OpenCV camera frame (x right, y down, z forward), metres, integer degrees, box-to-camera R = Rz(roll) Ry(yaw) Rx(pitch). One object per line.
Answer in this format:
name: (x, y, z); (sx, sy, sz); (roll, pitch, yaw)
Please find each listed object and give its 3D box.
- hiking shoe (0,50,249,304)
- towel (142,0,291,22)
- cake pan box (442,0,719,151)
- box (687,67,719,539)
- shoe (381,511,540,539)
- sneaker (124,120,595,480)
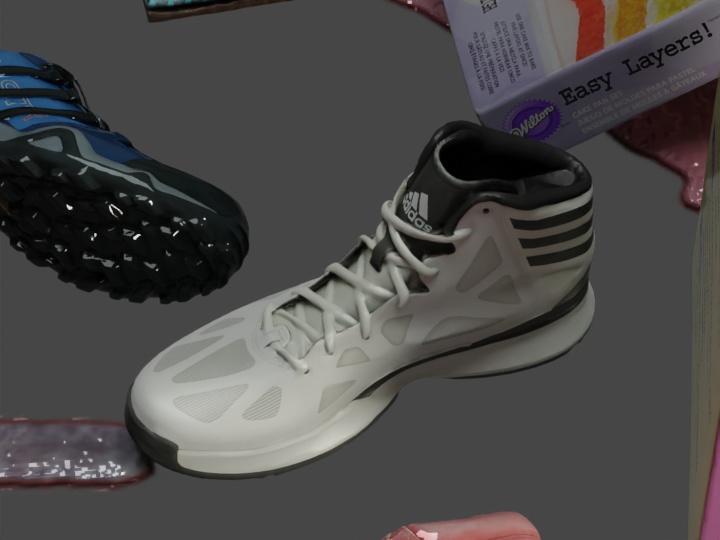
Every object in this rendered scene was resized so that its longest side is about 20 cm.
hiking shoe: (-0.128, -0.053, 1.090); (0.199, 0.075, 0.087); (19, 50, 17)
towel: (-0.052, -0.198, 1.263); (0.146, 0.022, 0.201); (-11, 48, -10)
cake pan box: (0.119, -0.159, 1.157); (0.183, 0.052, 0.201); (-23, 47, 13)
box: (0.175, -0.006, 0.964); (0.096, 0.201, 0.177); (4, 46, 4)
shoe: (0.005, 0.154, 0.906); (0.199, 0.072, 0.091); (-26, 48, -26)
sneaker: (0.000, 0.000, 1.014); (0.199, 0.116, 0.076); (-20, 50, -18)
